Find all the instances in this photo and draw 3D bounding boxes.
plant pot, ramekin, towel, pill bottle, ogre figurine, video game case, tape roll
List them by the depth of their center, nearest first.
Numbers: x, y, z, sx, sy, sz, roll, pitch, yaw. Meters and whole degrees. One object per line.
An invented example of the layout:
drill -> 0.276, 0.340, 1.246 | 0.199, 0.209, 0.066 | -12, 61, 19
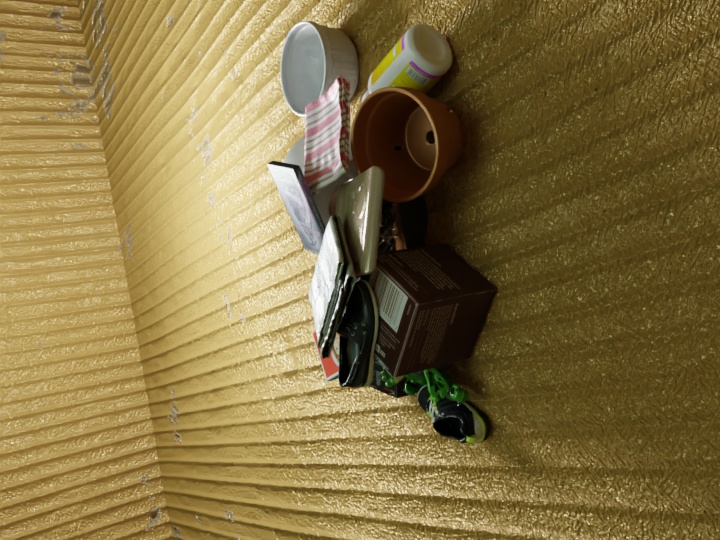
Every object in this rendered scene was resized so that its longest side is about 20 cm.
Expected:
towel -> -0.061, 0.027, 1.292 | 0.201, 0.034, 0.195 | -108, 32, -53
plant pot -> 0.098, -0.239, 1.298 | 0.198, 0.139, 0.204 | 15, 115, 36
pill bottle -> 0.082, -0.369, 1.352 | 0.200, 0.103, 0.106 | -37, 67, 51
towel -> -0.071, -0.256, 1.361 | 0.146, 0.029, 0.204 | -25, 58, 51
ogre figurine -> 0.114, 0.198, 1.367 | 0.196, 0.120, 0.100 | 4, 90, 10
video game case -> -0.116, -0.120, 1.406 | 0.142, 0.019, 0.203 | 23, 139, 60
tape roll -> -0.054, -0.186, 1.500 | 0.140, 0.200, 0.205 | 50, 134, 37
ramekin -> -0.089, -0.449, 1.581 | 0.199, 0.104, 0.204 | 14, 107, 53

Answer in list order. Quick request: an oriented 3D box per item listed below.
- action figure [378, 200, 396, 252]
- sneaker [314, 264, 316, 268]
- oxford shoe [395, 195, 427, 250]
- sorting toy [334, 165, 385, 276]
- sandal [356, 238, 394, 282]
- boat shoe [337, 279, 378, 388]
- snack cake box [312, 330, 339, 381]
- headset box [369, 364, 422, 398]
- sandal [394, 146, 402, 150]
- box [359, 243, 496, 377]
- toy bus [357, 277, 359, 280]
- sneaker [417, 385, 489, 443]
action figure -> 0.024, -0.080, 1.387 | 0.119, 0.100, 0.204 | -154, 49, -69
sneaker -> -0.067, 0.046, 1.646 | 0.200, 0.069, 0.084 | -109, 13, -70
oxford shoe -> 0.094, -0.080, 1.424 | 0.071, 0.070, 0.204 | 10, 106, 57
sorting toy -> -0.003, -0.081, 1.286 | 0.199, 0.036, 0.189 | 173, 103, -69
sandal -> 0.000, 0.000, 1.484 | 0.054, 0.201, 0.082 | 36, 170, -4
boat shoe -> -0.015, 0.119, 1.274 | 0.074, 0.065, 0.203 | 27, 118, 51
snack cake box -> -0.020, 0.150, 1.502 | 0.200, 0.066, 0.117 | -38, 68, 52
headset box -> 0.058, 0.153, 1.513 | 0.148, 0.076, 0.204 | 9, 103, 54
sandal -> 0.051, -0.230, 1.409 | 0.048, 0.075, 0.203 | 23, 141, 47
box -> 0.111, 0.069, 1.313 | 0.166, 0.197, 0.167 | 45, 130, 41
toy bus -> -0.019, -0.031, 1.585 | 0.065, 0.077, 0.202 | -53, 55, 45
sneaker -> 0.165, 0.278, 1.378 | 0.199, 0.082, 0.073 | 21, 113, 52
